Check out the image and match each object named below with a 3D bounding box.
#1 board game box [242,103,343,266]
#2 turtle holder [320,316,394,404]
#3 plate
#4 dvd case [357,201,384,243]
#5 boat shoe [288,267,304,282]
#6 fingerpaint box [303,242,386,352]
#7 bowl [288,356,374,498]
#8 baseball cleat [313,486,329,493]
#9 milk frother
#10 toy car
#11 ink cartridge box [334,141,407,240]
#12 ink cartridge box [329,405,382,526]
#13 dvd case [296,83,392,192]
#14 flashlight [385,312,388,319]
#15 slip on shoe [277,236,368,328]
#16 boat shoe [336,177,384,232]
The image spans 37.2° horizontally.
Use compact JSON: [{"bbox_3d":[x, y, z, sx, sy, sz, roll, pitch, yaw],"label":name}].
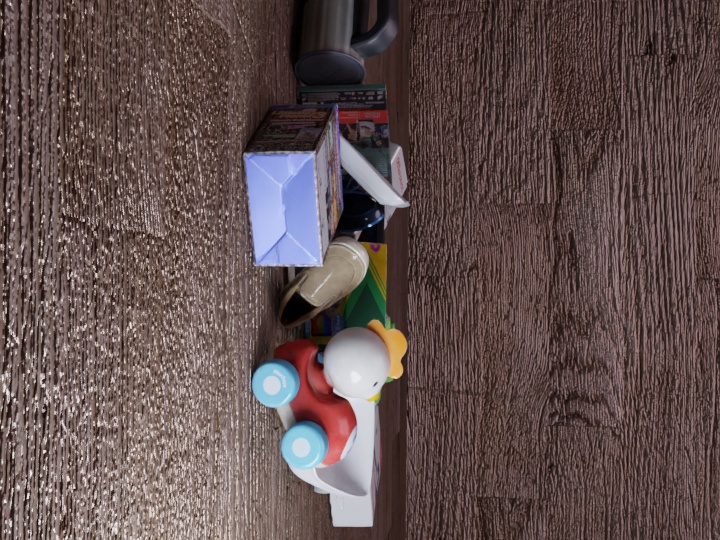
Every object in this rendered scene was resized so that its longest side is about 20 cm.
[{"bbox_3d":[-0.086,-0.120,1.460,0.201,0.095,0.162,-74,163,-64],"label":"board game box"},{"bbox_3d":[-0.006,0.164,1.963,0.141,0.129,0.189,-57,148,-78],"label":"turtle holder"},{"bbox_3d":[-0.007,-0.162,1.629,0.032,0.199,0.200,-45,178,5],"label":"plate"},{"bbox_3d":[0.000,0.000,1.805,0.201,0.017,0.144,117,-18,-44],"label":"dvd case"},{"bbox_3d":[-0.075,-0.056,1.673,0.072,0.066,0.203,71,17,-62],"label":"boat shoe"},{"bbox_3d":[-0.029,0.047,1.702,0.199,0.072,0.170,173,-81,-68],"label":"fingerpaint box"},{"bbox_3d":[-0.052,0.249,1.678,0.200,0.074,0.203,36,52,-54],"label":"bowl"},{"bbox_3d":[-0.055,0.320,1.830,0.201,0.068,0.108,74,18,-63],"label":"baseball cleat"},{"bbox_3d":[-0.054,-0.417,1.666,0.198,0.179,0.191,20,63,-36],"label":"milk frother"},{"bbox_3d":[-0.018,0.155,1.469,0.179,0.198,0.184,64,12,4],"label":"toy car"},{"bbox_3d":[0.004,-0.123,1.947,0.202,0.083,0.146,-62,162,-20],"label":"ink cartridge box"},{"bbox_3d":[-0.009,0.386,2.126,0.201,0.083,0.147,-78,165,-58],"label":"ink cartridge box"},{"bbox_3d":[-0.022,-0.214,1.763,0.022,0.143,0.202,-84,171,-50],"label":"dvd case"},{"bbox_3d":[-0.016,0.151,1.848,0.201,0.067,0.068,-57,167,-26],"label":"flashlight"},{"bbox_3d":[-0.059,0.021,1.519,0.199,0.076,0.061,-33,-162,47],"label":"slip on shoe"},{"bbox_3d":[-0.038,-0.110,1.728,0.084,0.199,0.070,-33,117,-27],"label":"boat shoe"}]
